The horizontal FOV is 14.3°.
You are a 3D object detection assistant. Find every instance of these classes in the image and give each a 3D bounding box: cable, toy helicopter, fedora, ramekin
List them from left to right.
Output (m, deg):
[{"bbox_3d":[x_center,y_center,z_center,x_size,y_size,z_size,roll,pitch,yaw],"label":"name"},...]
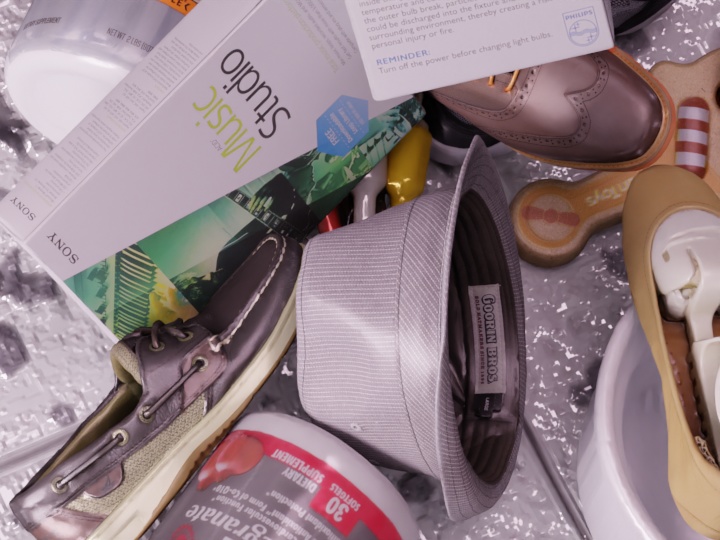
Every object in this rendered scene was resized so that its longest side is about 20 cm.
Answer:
[{"bbox_3d":[0.000,0.000,1.493,0.097,0.050,0.201,-6,69,-9],"label":"cable"},{"bbox_3d":[0.021,0.030,1.394,0.090,0.200,0.178,0,64,15],"label":"fedora"},{"bbox_3d":[0.174,-0.046,1.546,0.199,0.079,0.133,-23,82,-8],"label":"toy helicopter"},{"bbox_3d":[0.205,0.095,1.465,0.199,0.098,0.201,4,66,-10],"label":"ramekin"}]

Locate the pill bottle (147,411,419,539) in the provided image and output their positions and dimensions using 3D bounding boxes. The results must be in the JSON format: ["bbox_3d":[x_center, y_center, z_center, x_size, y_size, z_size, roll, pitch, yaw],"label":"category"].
[{"bbox_3d":[-0.067,0.174,1.373,0.111,0.111,0.200,34,65,5],"label":"pill bottle"}]

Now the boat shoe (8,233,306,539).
[{"bbox_3d":[-0.094,0.057,1.408,0.065,0.073,0.200,39,75,-16],"label":"boat shoe"}]

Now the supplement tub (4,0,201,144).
[{"bbox_3d":[-0.095,-0.158,1.503,0.122,0.123,0.201,22,65,-1],"label":"supplement tub"}]

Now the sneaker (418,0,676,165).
[{"bbox_3d":[0.105,-0.143,1.536,0.200,0.114,0.075,-40,78,-19],"label":"sneaker"}]

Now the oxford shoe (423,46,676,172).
[{"bbox_3d":[0.066,-0.102,1.470,0.199,0.073,0.072,23,98,28],"label":"oxford shoe"}]

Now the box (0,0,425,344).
[{"bbox_3d":[-0.071,-0.054,1.426,0.200,0.144,0.036,-45,49,-5],"label":"box"}]

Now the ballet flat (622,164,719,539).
[{"bbox_3d":[0.173,0.030,1.399,0.068,0.063,0.201,-4,67,-13],"label":"ballet flat"}]

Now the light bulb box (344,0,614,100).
[{"bbox_3d":[0.039,-0.224,1.386,0.124,0.201,0.199,-13,31,8],"label":"light bulb box"}]
